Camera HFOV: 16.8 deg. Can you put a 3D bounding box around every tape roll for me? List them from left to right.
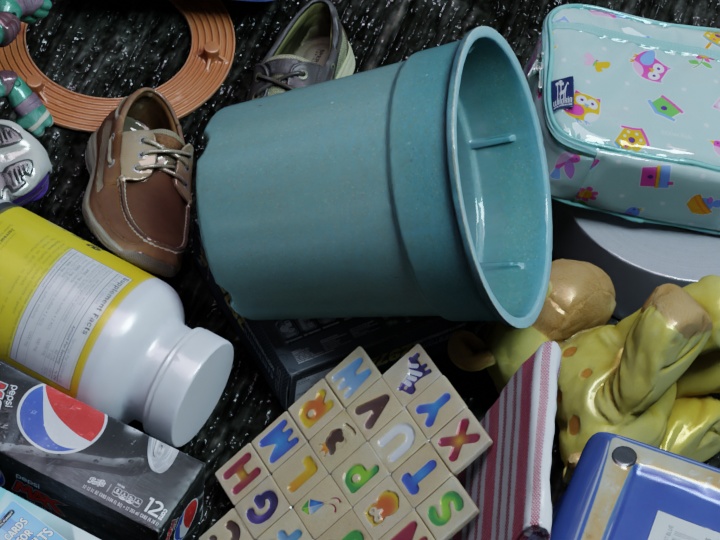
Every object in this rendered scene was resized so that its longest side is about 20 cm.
[{"bbox_3d":[0.238,-0.049,1.820,0.199,0.066,0.201,4,50,-5],"label":"tape roll"}]

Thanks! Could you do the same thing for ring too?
[{"bbox_3d":[-0.197,-0.186,1.909,0.200,0.019,0.201,4,51,-5],"label":"ring"}]

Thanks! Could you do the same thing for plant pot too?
[{"bbox_3d":[0.006,-0.050,1.633,0.195,0.200,0.201,-7,47,20],"label":"plant pot"},{"bbox_3d":[0.187,0.227,1.516,0.199,0.180,0.200,20,51,8],"label":"plant pot"}]

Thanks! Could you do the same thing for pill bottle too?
[{"bbox_3d":[-0.191,0.040,1.666,0.200,0.112,0.112,27,53,14],"label":"pill bottle"}]

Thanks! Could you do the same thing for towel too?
[{"bbox_3d":[0.085,0.154,1.553,0.030,0.200,0.147,17,49,-13],"label":"towel"}]

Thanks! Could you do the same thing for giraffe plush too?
[{"bbox_3d":[0.161,0.063,1.686,0.162,0.173,0.200,39,91,35],"label":"giraffe plush"}]

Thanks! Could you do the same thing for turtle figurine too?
[{"bbox_3d":[-0.300,-0.139,1.808,0.149,0.101,0.200,8,47,3],"label":"turtle figurine"}]

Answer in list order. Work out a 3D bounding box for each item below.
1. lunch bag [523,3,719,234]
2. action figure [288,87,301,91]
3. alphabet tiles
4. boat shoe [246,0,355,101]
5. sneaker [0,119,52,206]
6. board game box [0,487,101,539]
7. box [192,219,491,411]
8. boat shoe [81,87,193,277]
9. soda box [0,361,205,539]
[{"bbox_3d":[0.211,-0.115,1.769,0.199,0.077,0.161,12,51,-8],"label":"lunch bag"},{"bbox_3d":[0.010,-0.089,1.758,0.199,0.055,0.118,15,46,-6],"label":"action figure"},{"bbox_3d":[-0.012,0.144,1.589,0.200,0.006,0.167,-42,49,6],"label":"alphabet tiles"},{"bbox_3d":[-0.056,-0.134,1.835,0.073,0.065,0.200,-2,36,16],"label":"boat shoe"},{"bbox_3d":[-0.312,-0.035,1.743,0.199,0.083,0.081,-19,71,-1],"label":"sneaker"},{"bbox_3d":[-0.283,0.198,1.569,0.200,0.047,0.151,26,53,13],"label":"board game box"},{"bbox_3d":[0.000,0.000,1.760,0.199,0.051,0.158,-20,56,-21],"label":"box"},{"bbox_3d":[-0.155,-0.069,1.743,0.076,0.072,0.200,20,26,-26],"label":"boat shoe"},{"bbox_3d":[-0.203,0.126,1.621,0.200,0.071,0.063,25,54,13],"label":"soda box"}]
